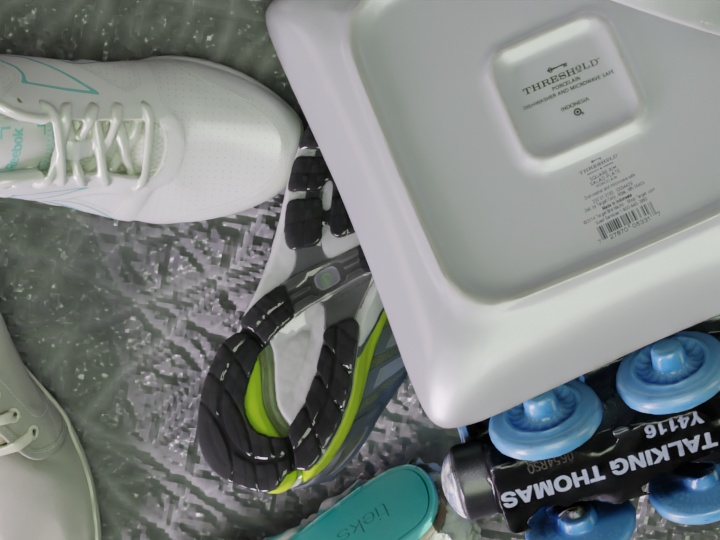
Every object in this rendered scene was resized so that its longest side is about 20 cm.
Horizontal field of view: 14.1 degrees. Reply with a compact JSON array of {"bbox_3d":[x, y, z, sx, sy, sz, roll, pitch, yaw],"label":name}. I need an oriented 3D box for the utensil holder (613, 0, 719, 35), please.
[{"bbox_3d":[0.113,-0.199,1.026,0.169,0.170,0.201,18,102,-7],"label":"utensil holder"}]

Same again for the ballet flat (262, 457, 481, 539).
[{"bbox_3d":[-0.034,0.149,1.224,0.199,0.072,0.072,-26,105,12],"label":"ballet flat"}]

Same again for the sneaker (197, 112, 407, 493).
[{"bbox_3d":[0.000,0.000,1.182,0.074,0.081,0.200,27,86,18],"label":"sneaker"}]

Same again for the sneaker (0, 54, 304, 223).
[{"bbox_3d":[-0.121,-0.051,1.156,0.199,0.080,0.071,7,104,-5],"label":"sneaker"}]

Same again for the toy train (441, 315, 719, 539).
[{"bbox_3d":[0.125,0.045,1.171,0.199,0.114,0.087,-18,124,3],"label":"toy train"}]

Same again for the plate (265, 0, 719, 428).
[{"bbox_3d":[0.082,-0.065,1.122,0.199,0.032,0.201,-23,69,3],"label":"plate"}]

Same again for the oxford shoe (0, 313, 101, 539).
[{"bbox_3d":[-0.165,0.055,1.197,0.075,0.058,0.201,-20,107,2],"label":"oxford shoe"}]
